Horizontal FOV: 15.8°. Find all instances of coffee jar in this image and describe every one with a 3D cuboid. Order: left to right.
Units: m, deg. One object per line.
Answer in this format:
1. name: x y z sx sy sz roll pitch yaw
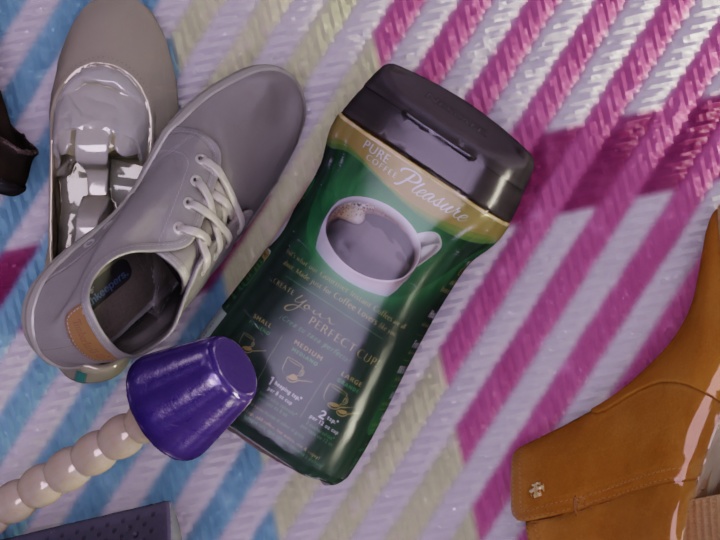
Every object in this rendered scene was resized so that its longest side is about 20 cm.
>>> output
1. coffee jar: 0.000 0.000 1.306 0.104 0.085 0.201 34 95 4

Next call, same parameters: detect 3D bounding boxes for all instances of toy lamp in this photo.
1. toy lamp: -0.135 0.093 1.277 0.199 0.058 0.058 -34 91 26

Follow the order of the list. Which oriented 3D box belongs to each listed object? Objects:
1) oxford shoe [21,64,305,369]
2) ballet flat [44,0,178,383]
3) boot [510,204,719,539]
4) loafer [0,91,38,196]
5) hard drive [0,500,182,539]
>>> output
1. oxford shoe: -0.086 -0.024 1.287 0.200 0.058 0.075 -49 123 -26
2. ballet flat: -0.131 -0.041 1.320 0.069 0.069 0.202 3 93 2
3. boot: 0.141 0.072 1.312 0.143 0.071 0.203 -15 64 28
4. loafer: -0.223 -0.127 1.315 0.071 0.073 0.200 -37 91 6
5. hard drive: -0.145 0.220 1.282 0.134 0.042 0.201 -15 51 24
